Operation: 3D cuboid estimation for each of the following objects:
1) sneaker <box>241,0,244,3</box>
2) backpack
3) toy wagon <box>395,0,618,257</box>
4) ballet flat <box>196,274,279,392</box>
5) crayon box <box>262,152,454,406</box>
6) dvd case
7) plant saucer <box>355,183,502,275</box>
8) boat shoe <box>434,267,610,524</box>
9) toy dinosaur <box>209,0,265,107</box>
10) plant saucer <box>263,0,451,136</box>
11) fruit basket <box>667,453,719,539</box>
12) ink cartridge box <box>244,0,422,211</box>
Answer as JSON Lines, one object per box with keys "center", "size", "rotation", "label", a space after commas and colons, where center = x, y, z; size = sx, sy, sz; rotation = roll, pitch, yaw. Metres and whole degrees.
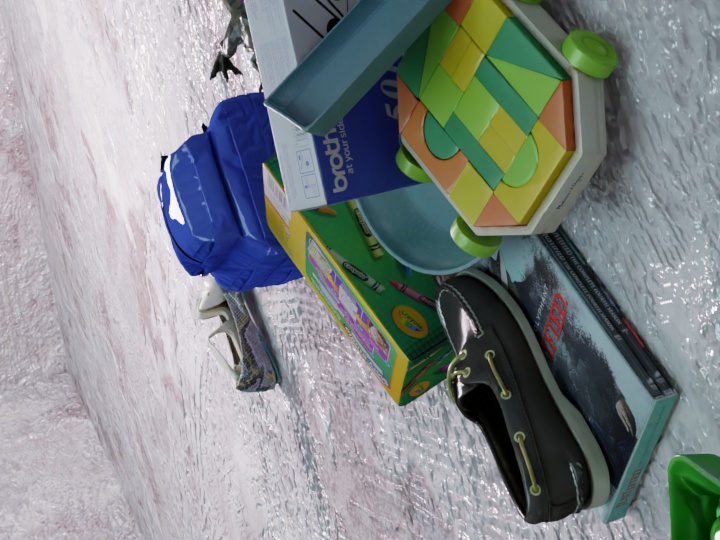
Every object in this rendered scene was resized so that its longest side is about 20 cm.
{"center": [-0.090, -0.263, 1.202], "size": [0.100, 0.069, 0.201], "rotation": [99, 149, -56], "label": "sneaker"}
{"center": [-0.103, -0.069, 1.257], "size": [0.200, 0.167, 0.163], "rotation": [135, 123, -72], "label": "backpack"}
{"center": [0.070, -0.113, 0.835], "size": [0.200, 0.039, 0.156], "rotation": [54, 132, 30], "label": "toy wagon"}
{"center": [-0.163, 0.060, 1.666], "size": [0.072, 0.072, 0.201], "rotation": [117, 133, -63], "label": "ballet flat"}
{"center": [0.000, 0.000, 1.074], "size": [0.200, 0.058, 0.119], "rotation": [53, 165, 16], "label": "crayon box"}
{"center": [0.136, 0.052, 0.915], "size": [0.146, 0.022, 0.200], "rotation": [98, 151, -49], "label": "dvd case"}
{"center": [0.057, -0.098, 0.922], "size": [0.200, 0.036, 0.201], "rotation": [14, 108, 53], "label": "plant saucer"}
{"center": [0.095, 0.081, 0.925], "size": [0.072, 0.060, 0.202], "rotation": [97, 150, -49], "label": "boat shoe"}
{"center": [-0.097, -0.193, 1.153], "size": [0.200, 0.047, 0.088], "rotation": [45, 146, 40], "label": "toy dinosaur"}
{"center": [0.025, -0.161, 0.826], "size": [0.019, 0.200, 0.070], "rotation": [44, 177, -33], "label": "plant saucer"}
{"center": [0.178, 0.197, 0.652], "size": [0.155, 0.215, 0.217], "rotation": [-145, 42, -61], "label": "fruit basket"}
{"center": [-0.020, -0.146, 0.893], "size": [0.044, 0.094, 0.201], "rotation": [-7, 97, 50], "label": "ink cartridge box"}
